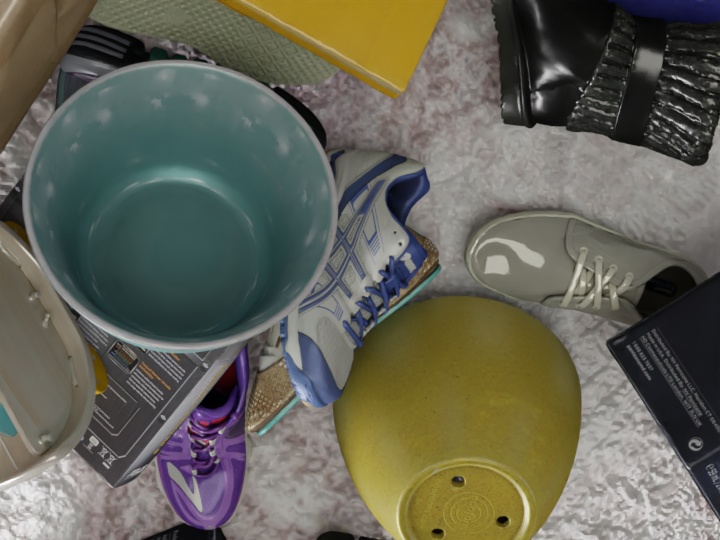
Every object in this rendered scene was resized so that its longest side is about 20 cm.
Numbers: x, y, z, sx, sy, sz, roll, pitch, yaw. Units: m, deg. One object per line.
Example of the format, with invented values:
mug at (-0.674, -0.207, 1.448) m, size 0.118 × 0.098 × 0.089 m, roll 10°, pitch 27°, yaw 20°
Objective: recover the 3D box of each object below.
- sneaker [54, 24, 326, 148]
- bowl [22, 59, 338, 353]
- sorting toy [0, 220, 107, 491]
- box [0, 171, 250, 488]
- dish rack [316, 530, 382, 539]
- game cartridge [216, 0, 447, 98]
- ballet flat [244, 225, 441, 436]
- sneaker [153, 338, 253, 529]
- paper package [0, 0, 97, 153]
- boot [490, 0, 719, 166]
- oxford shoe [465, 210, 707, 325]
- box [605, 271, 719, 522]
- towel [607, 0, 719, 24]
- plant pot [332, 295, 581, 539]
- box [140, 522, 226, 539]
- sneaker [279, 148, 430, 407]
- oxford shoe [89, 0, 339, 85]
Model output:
sneaker at (-0.126, -0.104, 1.006) m, size 0.199 × 0.075 × 0.088 m, roll 21°, pitch 120°, yaw -3°
bowl at (-0.120, -0.027, 0.922) m, size 0.199 × 0.105 × 0.202 m, roll 4°, pitch 67°, yaw -9°
sorting toy at (-0.291, 0.070, 0.969) m, size 0.179 × 0.107 × 0.201 m, roll -31°, pitch 86°, yaw 22°
box at (-0.195, 0.031, 1.012) m, size 0.200 × 0.048 × 0.159 m, roll 41°, pitch 102°, yaw 8°
dish rack at (0.010, 0.317, 1.173) m, size 0.152 × 0.055 × 0.201 m, roll 13°, pitch 109°, yaw -9°
game cartridge at (-0.022, -0.241, 0.945) m, size 0.199 × 0.032 × 0.177 m, roll 28°, pitch 81°, yaw -13°
ballet flat at (-0.028, 0.037, 1.056) m, size 0.200 × 0.070 × 0.065 m, roll -44°, pitch 98°, yaw -7°
sneaker at (-0.122, 0.115, 1.071) m, size 0.080 × 0.084 × 0.201 m, roll 1°, pitch 111°, yaw -6°
paper package at (-0.296, -0.184, 0.900) m, size 0.200 × 0.103 × 0.191 m, roll 38°, pitch 104°, yaw 8°
boot at (0.177, -0.169, 0.946) m, size 0.157 × 0.080 × 0.212 m, roll 13°, pitch 144°, yaw 19°
oxford shoe at (0.179, 0.003, 1.065) m, size 0.199 × 0.058 × 0.076 m, roll 13°, pitch 111°, yaw -8°
box at (0.315, 0.080, 1.032) m, size 0.198 × 0.124 × 0.200 m, roll -34°, pitch 147°, yaw 7°
towel at (0.212, -0.238, 0.970) m, size 0.199 × 0.050 × 0.148 m, roll 33°, pitch 130°, yaw -8°
plant pot at (0.076, 0.142, 1.051) m, size 0.198 × 0.142 × 0.201 m, roll 1°, pitch 119°, yaw 1°
box at (-0.179, 0.312, 1.126) m, size 0.199 × 0.104 × 0.149 m, roll -21°, pitch 111°, yaw 2°
sneaker at (0.000, 0.000, 0.985) m, size 0.087 × 0.201 × 0.075 m, roll 1°, pitch 156°, yaw 18°
oxford shoe at (-0.102, -0.186, 0.977) m, size 0.199 × 0.058 × 0.075 m, roll 16°, pitch 136°, yaw -18°
